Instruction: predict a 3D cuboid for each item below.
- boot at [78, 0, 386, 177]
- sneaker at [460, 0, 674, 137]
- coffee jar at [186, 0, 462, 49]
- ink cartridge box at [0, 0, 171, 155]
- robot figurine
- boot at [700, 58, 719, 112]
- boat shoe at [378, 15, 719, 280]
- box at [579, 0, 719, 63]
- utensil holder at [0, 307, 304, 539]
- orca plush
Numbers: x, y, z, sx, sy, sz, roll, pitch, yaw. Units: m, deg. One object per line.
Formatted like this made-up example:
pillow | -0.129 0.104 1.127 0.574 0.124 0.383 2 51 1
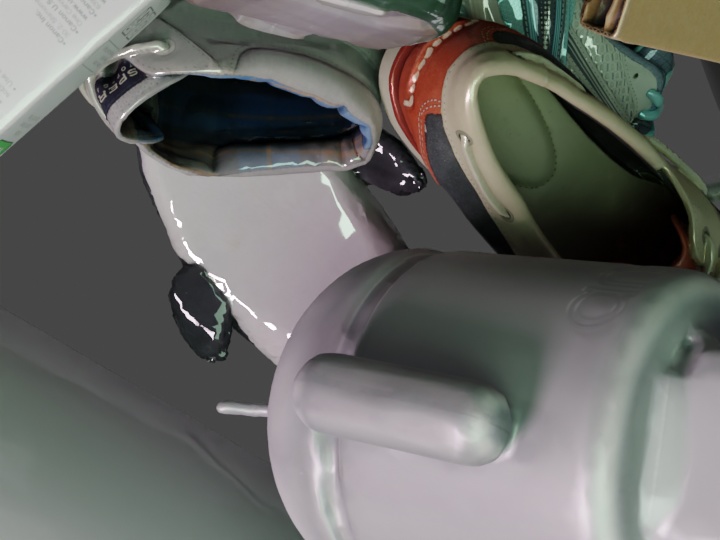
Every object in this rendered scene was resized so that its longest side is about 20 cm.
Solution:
boot | -0.084 -0.088 0.710 0.199 0.096 0.074 8 138 -13
sneaker | 0.082 -0.050 0.777 0.086 0.078 0.201 -24 118 0
coffee jar | 0.003 -0.174 0.652 0.085 0.104 0.201 13 87 -17
ink cartridge box | -0.167 -0.061 0.656 0.200 0.050 0.109 -42 93 0
robot figurine | 0.052 0.052 0.674 0.169 0.199 0.114 22 76 -53
boot | 0.157 -0.107 0.767 0.075 0.074 0.201 -22 116 -9
boat shoe | 0.088 -0.014 0.725 0.200 0.063 0.071 41 84 -27
box | 0.165 -0.143 0.704 0.199 0.021 0.164 5 106 -43
utensil holder | -0.128 0.107 0.772 0.200 0.170 0.170 30 108 -24
orca plush | 0.000 0.000 0.791 0.199 0.071 0.106 30 99 -1
